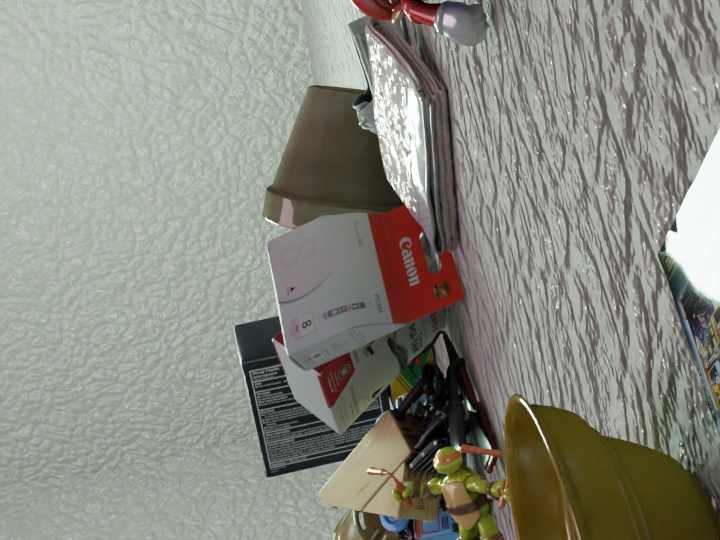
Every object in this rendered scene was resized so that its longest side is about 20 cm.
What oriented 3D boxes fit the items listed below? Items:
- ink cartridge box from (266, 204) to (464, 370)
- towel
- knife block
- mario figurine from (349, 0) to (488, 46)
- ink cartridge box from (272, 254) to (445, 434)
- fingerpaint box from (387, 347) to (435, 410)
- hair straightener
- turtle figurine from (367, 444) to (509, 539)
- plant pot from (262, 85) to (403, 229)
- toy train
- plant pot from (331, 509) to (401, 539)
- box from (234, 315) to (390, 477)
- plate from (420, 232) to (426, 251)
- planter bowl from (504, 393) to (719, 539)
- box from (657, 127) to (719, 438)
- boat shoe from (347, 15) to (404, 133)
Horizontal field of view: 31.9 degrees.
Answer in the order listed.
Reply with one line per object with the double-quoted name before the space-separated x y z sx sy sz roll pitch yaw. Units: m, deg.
"ink cartridge box" 0.000 0.000 1.395 0.057 0.199 0.163 42 -153 -47
"towel" 0.052 -0.142 1.330 0.191 0.032 0.201 -119 17 -52
"knife block" 0.046 0.203 1.484 0.200 0.064 0.176 -3 76 49
"mario figurine" 0.060 -0.243 0.957 0.124 0.106 0.200 -65 16 -1
"ink cartridge box" 0.004 0.073 1.494 0.083 0.200 0.147 34 157 29
"fingerpaint box" 0.056 0.094 1.850 0.200 0.073 0.168 -112 11 -73
"hair straightener" 0.094 0.139 1.385 0.200 0.077 0.041 -101 20 -47
"turtle figurine" 0.104 0.246 1.297 0.064 0.199 0.162 -30 -79 -47
"plant pot" -0.016 -0.142 1.600 0.200 0.199 0.174 -116 33 -77
"toy train" 0.085 0.245 1.553 0.087 0.114 0.201 23 -124 -49
"plant pot" 0.051 0.493 2.363 0.198 0.199 0.201 100 160 -61
"box" -0.065 0.166 1.818 0.123 0.199 0.199 -112 12 -61
"plate" 0.016 0.023 1.676 0.032 0.200 0.200 42 -178 -8
"planter bowl" 0.138 0.155 0.645 0.200 0.083 0.201 169 90 -86
"box" 0.149 0.012 0.392 0.200 0.038 0.137 87 171 -67
"boat shoe" 0.025 -0.198 1.453 0.070 0.071 0.202 -112 10 -68
